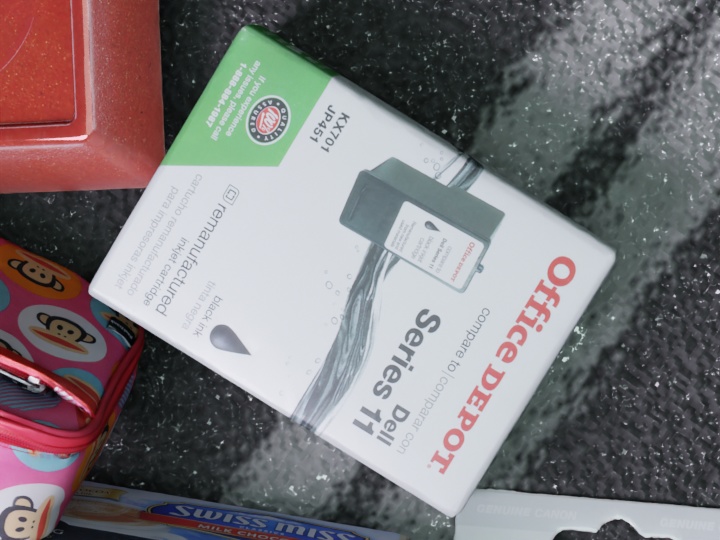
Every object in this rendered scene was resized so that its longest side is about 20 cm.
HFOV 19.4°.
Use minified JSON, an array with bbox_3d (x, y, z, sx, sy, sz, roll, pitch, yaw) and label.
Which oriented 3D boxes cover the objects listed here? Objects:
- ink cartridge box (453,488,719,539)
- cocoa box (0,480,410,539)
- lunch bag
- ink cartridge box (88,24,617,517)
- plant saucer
[{"bbox_3d":[0.115,0.211,1.004,0.162,0.050,0.200,4,75,5],"label":"ink cartridge box"},{"bbox_3d":[-0.086,0.184,0.957,0.200,0.131,0.134,9,103,4],"label":"cocoa box"},{"bbox_3d":[-0.206,0.040,0.936,0.200,0.176,0.082,24,115,-3],"label":"lunch bag"},{"bbox_3d":[0.000,0.000,0.971,0.200,0.083,0.147,31,95,3],"label":"ink cartridge box"},{"bbox_3d":[-0.193,-0.135,0.983,0.199,0.037,0.200,-1,92,17],"label":"plant saucer"}]
